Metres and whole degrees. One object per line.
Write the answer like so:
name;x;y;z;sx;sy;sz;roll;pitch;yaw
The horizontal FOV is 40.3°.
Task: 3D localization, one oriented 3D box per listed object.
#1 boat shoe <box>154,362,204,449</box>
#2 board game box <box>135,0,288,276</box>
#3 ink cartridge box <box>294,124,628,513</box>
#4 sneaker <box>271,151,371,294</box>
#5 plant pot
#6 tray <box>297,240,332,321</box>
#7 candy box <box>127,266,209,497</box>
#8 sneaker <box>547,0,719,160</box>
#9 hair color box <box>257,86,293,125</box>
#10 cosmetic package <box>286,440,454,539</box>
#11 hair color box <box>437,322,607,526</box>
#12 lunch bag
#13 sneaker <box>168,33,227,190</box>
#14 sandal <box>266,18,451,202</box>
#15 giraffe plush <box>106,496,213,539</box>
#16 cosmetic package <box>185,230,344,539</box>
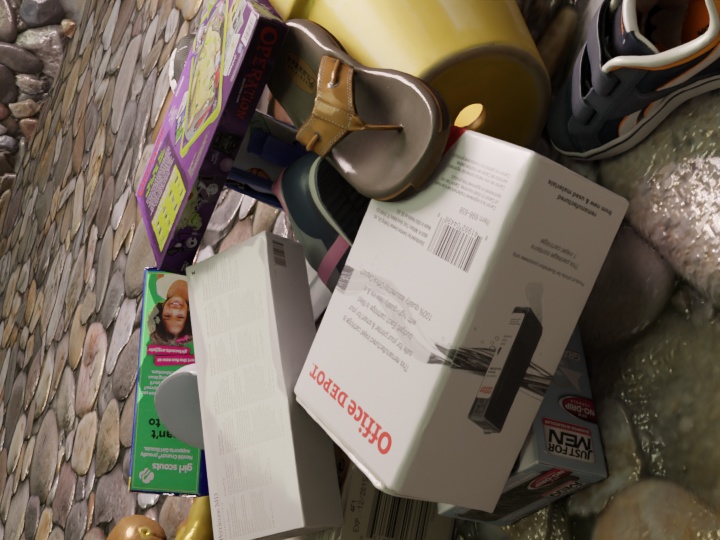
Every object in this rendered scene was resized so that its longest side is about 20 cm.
boat shoe;-0.074;0.085;0.786;0.200;0.086;0.076;-21;97;35
board game box;-0.116;-0.112;0.732;0.202;0.032;0.120;-63;36;23
ink cartridge box;0.053;0.022;0.600;0.144;0.083;0.203;33;101;58
sneaker;0.000;0.000;0.752;0.081;0.070;0.202;-2;119;49
plant pot;0.044;-0.161;0.733;0.202;0.198;0.190;-57;42;29
tray;-0.062;0.011;1.014;0.201;0.022;0.109;-53;34;36
candy box;-0.151;0.108;0.948;0.169;0.076;0.204;33;-123;-76
sneaker;0.167;-0.133;0.602;0.199;0.078;0.080;-30;51;55
hair color box;-0.062;-0.217;1.031;0.060;0.098;0.204;2;78;60
cosmetic package;-0.021;0.179;0.768;0.199;0.102;0.089;-6;69;59
hair color box;0.093;0.055;0.659;0.099;0.060;0.203;-41;42;44
lunch bag;-0.049;-0.081;0.830;0.160;0.197;0.077;-151;80;-78
sneaker;-0.140;-0.177;0.970;0.091;0.066;0.202;-47;42;35
sandal;-0.018;-0.110;0.629;0.200;0.054;0.083;48;121;39
giraffe plush;-0.192;0.302;0.955;0.173;0.160;0.202;-53;34;34
cosmetic package;-0.069;0.084;0.687;0.082;0.050;0.204;-20;69;30
